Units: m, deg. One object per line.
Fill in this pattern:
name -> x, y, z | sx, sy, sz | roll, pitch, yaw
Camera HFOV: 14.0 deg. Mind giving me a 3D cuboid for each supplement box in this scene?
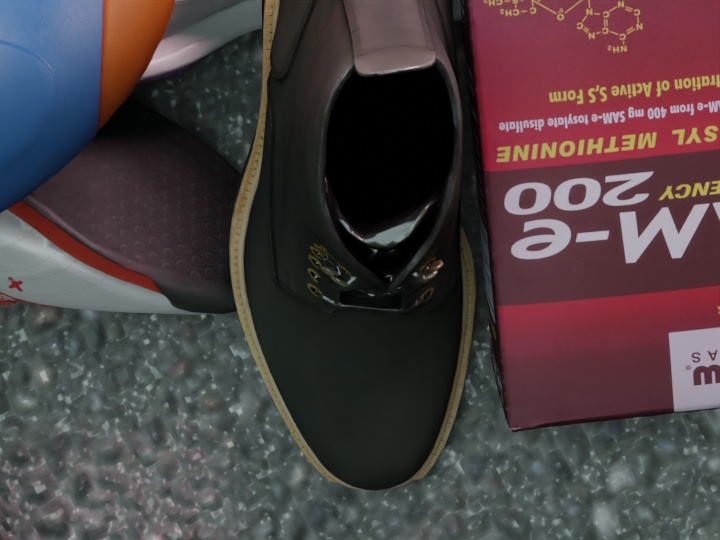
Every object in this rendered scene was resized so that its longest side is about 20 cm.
supplement box -> 0.084, -0.060, 0.859 | 0.108, 0.061, 0.201 | -6, 108, 1

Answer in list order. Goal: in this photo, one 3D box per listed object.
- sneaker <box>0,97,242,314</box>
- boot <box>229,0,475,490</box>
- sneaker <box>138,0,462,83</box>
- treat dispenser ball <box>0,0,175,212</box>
sneaker -> -0.135, -0.014, 0.950 | 0.200, 0.108, 0.068 | 18, 51, -17
boot -> 0.000, 0.000, 0.847 | 0.077, 0.139, 0.201 | -7, 117, -2
sneaker -> -0.041, -0.117, 0.908 | 0.199, 0.075, 0.100 | -11, 124, 6
treat dispenser ball -> -0.146, -0.105, 0.801 | 0.199, 0.201, 0.202 | 0, 90, 13
